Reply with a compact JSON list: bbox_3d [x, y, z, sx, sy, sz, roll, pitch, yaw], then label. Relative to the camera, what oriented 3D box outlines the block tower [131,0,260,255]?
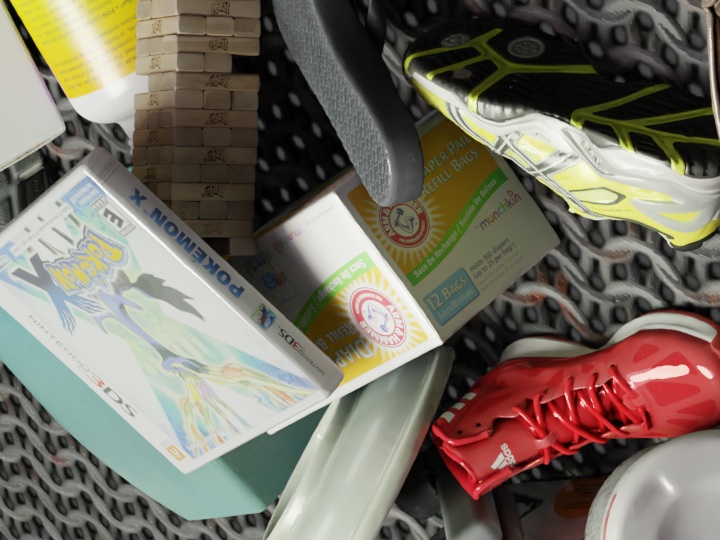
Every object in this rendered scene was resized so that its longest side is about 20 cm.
[{"bbox_3d":[-0.090,-0.108,1.550,0.054,0.058,0.200,2,93,60],"label":"block tower"}]

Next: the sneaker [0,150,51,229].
[{"bbox_3d":[-0.278,-0.079,1.879,0.200,0.075,0.115,59,151,6],"label":"sneaker"}]

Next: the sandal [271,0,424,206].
[{"bbox_3d":[-0.005,-0.120,1.504,0.076,0.043,0.200,104,145,-59],"label":"sandal"}]

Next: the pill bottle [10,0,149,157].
[{"bbox_3d":[-0.142,-0.156,1.613,0.104,0.104,0.200,-13,111,53],"label":"pill bottle"}]

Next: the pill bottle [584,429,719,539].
[{"bbox_3d":[0.175,0.142,1.459,0.114,0.114,0.200,49,177,4],"label":"pill bottle"}]

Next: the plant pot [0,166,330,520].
[{"bbox_3d":[-0.115,0.051,1.749,0.141,0.141,0.200,-12,118,52],"label":"plant pot"}]

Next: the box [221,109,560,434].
[{"bbox_3d":[0.000,0.000,1.589,0.101,0.112,0.200,54,144,-4],"label":"box"}]

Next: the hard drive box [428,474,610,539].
[{"bbox_3d":[0.077,0.205,1.611,0.156,0.200,0.077,-11,113,52],"label":"hard drive box"}]

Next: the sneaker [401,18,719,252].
[{"bbox_3d":[0.101,-0.067,1.446,0.200,0.075,0.076,29,139,31],"label":"sneaker"}]

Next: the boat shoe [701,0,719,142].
[{"bbox_3d":[0.190,-0.125,1.302,0.072,0.060,0.200,21,136,37],"label":"boat shoe"}]

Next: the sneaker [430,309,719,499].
[{"bbox_3d":[0.118,0.086,1.529,0.200,0.116,0.078,-16,109,53],"label":"sneaker"}]

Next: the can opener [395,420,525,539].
[{"bbox_3d":[0.059,0.139,1.619,0.053,0.066,0.200,46,-175,-15],"label":"can opener"}]

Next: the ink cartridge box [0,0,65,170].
[{"bbox_3d":[-0.257,-0.142,1.704,0.145,0.083,0.200,64,172,-18],"label":"ink cartridge box"}]

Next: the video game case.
[{"bbox_3d":[-0.120,0.028,1.574,0.182,0.022,0.200,43,149,-9],"label":"video game case"}]

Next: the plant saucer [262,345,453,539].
[{"bbox_3d":[-0.012,0.124,1.628,0.050,0.200,0.200,27,144,-3],"label":"plant saucer"}]
